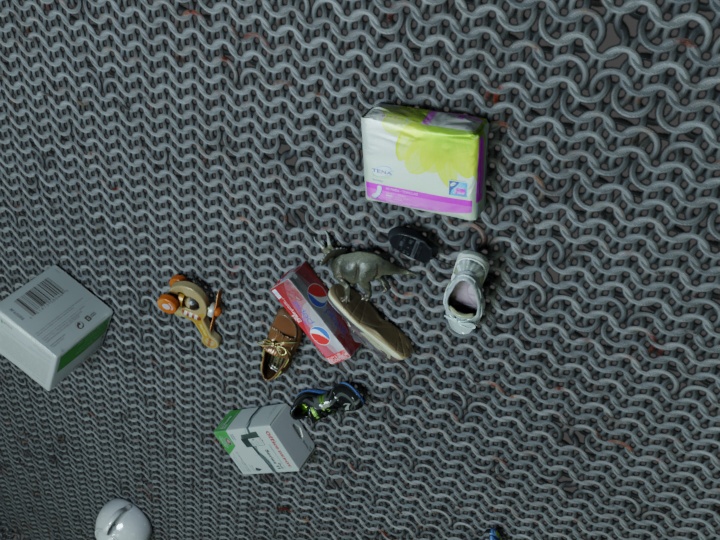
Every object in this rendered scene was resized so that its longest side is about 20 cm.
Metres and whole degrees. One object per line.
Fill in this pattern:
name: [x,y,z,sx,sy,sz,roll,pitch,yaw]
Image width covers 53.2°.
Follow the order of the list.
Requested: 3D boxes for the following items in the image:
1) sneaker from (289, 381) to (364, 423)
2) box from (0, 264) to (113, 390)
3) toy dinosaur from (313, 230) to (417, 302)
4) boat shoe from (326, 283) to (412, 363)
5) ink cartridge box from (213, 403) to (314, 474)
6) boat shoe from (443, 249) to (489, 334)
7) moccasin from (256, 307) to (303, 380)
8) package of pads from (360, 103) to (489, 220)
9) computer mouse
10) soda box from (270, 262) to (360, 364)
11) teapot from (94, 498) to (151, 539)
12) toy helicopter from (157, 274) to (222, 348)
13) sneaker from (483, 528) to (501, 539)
sneaker: [-0.072,0.293,1.548,0.199,0.083,0.071,-16,113,37]
box: [-0.764,0.141,1.777,0.200,0.199,0.171,38,133,2]
toy dinosaur: [0.000,0.000,1.303,0.199,0.077,0.103,9,132,29]
boat shoe: [0.008,0.109,1.379,0.200,0.072,0.065,39,128,-7]
ink cartridge box: [-0.229,0.405,1.722,0.199,0.083,0.147,-16,113,37]
boat shoe: [0.175,0.050,1.221,0.074,0.065,0.202,20,145,12]
moccasin: [-0.174,0.157,1.517,0.073,0.078,0.202,33,132,6]
package of pads: [0.099,-0.174,1.125,0.199,0.068,0.155,13,128,23]
computer mouse: [0.140,-0.027,1.235,0.199,0.034,0.059,27,145,3]
soda box: [-0.082,0.086,1.416,0.063,0.070,0.200,-28,104,40]
teapot: [-0.786,0.848,2.329,0.197,0.146,0.201,-13,113,36]
toy helicopter: [-0.352,0.100,1.603,0.132,0.079,0.201,-1,132,21]
sneaker: [0.261,0.638,1.589,0.082,0.071,0.200,19,132,11]
